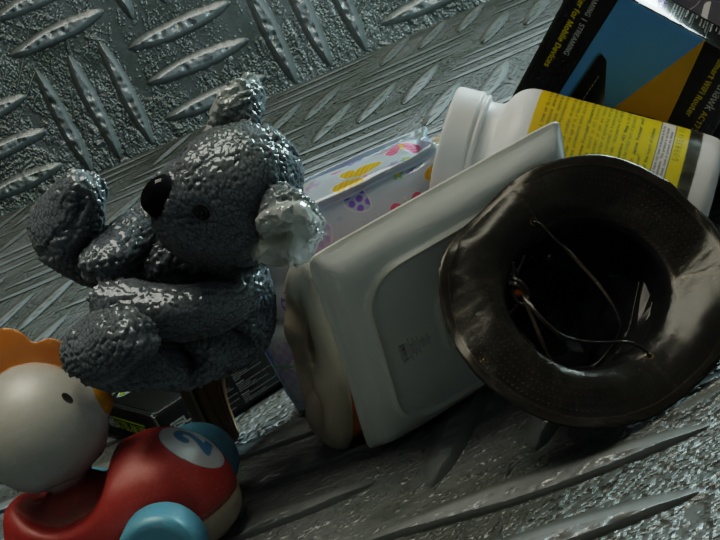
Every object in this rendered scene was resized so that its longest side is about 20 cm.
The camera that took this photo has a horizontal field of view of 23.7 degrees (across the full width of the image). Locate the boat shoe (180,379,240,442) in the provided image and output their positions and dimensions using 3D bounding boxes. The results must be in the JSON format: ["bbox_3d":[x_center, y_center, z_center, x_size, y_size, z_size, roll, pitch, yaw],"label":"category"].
[{"bbox_3d":[-0.126,0.054,1.371,0.068,0.200,0.072,-23,26,-8],"label":"boat shoe"}]

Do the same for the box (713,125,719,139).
[{"bbox_3d":[0.228,-0.099,1.452,0.200,0.044,0.160,-12,-1,25],"label":"box"}]

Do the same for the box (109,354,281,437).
[{"bbox_3d":[-0.135,0.090,1.571,0.200,0.048,0.193,-32,12,-22],"label":"box"}]

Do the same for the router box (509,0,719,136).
[{"bbox_3d":[0.193,-0.120,1.326,0.200,0.149,0.051,-64,-4,33],"label":"router box"}]

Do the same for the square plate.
[{"bbox_3d":[0.074,0.019,1.188,0.198,0.200,0.028,-30,45,-14],"label":"square plate"}]

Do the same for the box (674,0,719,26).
[{"bbox_3d":[0.339,-0.184,1.333,0.115,0.132,0.200,1,17,-43],"label":"box"}]

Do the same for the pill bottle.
[{"bbox_3d":[0.157,-0.069,1.265,0.200,0.113,0.112,16,23,7],"label":"pill bottle"}]

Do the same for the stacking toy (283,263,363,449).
[{"bbox_3d":[0.050,0.045,1.284,0.200,0.146,0.146,-12,11,-10],"label":"stacking toy"}]

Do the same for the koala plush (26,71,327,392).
[{"bbox_3d":[-0.106,-0.031,1.212,0.184,0.178,0.200,9,-48,-37],"label":"koala plush"}]

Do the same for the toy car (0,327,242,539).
[{"bbox_3d":[-0.198,0.125,1.218,0.177,0.200,0.184,-24,14,10],"label":"toy car"}]

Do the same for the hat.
[{"bbox_3d":[0.147,0.027,1.125,0.200,0.201,0.081,-31,-23,-19],"label":"hat"}]

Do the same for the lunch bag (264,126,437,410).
[{"bbox_3d":[0.000,0.000,1.386,0.200,0.170,0.127,-26,13,2],"label":"lunch bag"}]

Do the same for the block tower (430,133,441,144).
[{"bbox_3d":[0.045,-0.088,1.896,0.200,0.058,0.054,-34,15,-37],"label":"block tower"}]
